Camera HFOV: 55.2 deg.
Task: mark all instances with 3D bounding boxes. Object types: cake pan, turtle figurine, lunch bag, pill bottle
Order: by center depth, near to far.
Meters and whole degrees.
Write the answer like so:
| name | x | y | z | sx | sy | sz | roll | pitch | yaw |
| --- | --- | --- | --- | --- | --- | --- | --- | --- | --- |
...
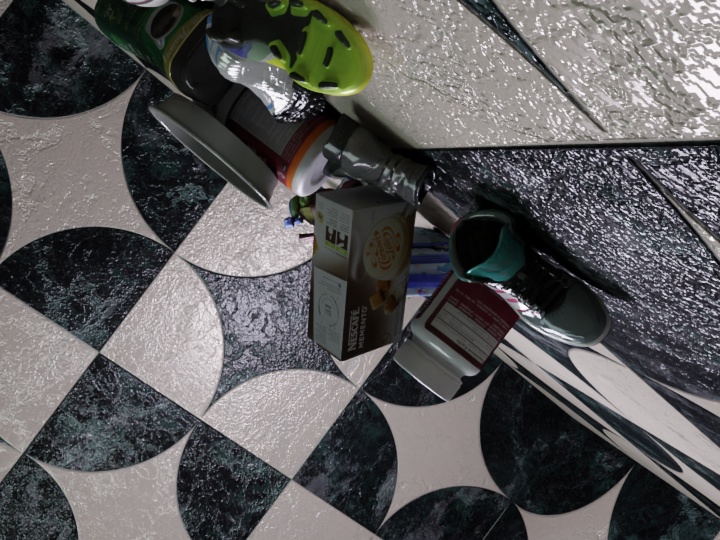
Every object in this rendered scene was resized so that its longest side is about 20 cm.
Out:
| name | x | y | z | sx | sy | sz | roll | pitch | yaw |
| --- | --- | --- | --- | --- | --- | --- | --- | --- | --- |
| cake pan | -0.184 | -0.157 | 0.894 | 0.200 | 0.037 | 0.200 | 38 | 175 | 4 |
| pill bottle | -0.123 | -0.199 | 0.924 | 0.199 | 0.110 | 0.110 | 37 | 179 | 10 |
| pill bottle | 0.140 | 0.068 | 0.927 | 0.114 | 0.201 | 0.114 | 37 | 179 | 1 |
| turtle figurine | -0.020 | -0.139 | 1.032 | 0.192 | 0.200 | 0.145 | 10 | 137 | 41 |
| lunch bag | 0.055 | -0.013 | 1.050 | 0.197 | 0.084 | 0.161 | -2 | -161 | -14 |

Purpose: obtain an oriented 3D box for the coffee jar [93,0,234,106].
| name | x | y | z | sx | sy | sz | roll | pitch | yaw |
| --- | --- | --- | --- | --- | --- | --- | --- | --- | --- |
| coffee jar | -0.227 | -0.288 | 0.840 | 0.199 | 0.105 | 0.085 | 38 | 178 | 24 |

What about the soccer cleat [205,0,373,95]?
| name | x | y | z | sx | sy | sz | roll | pitch | yaw |
| --- | --- | --- | --- | --- | --- | --- | --- | --- | --- |
| soccer cleat | -0.050 | -0.195 | 0.578 | 0.083 | 0.065 | 0.199 | -6 | -151 | -46 |

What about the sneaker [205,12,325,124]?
| name | x | y | z | sx | sy | sz | roll | pitch | yaw |
| --- | --- | --- | --- | --- | --- | --- | --- | --- | --- |
| sneaker | -0.097 | -0.221 | 0.758 | 0.200 | 0.071 | 0.073 | 26 | -135 | -65 |

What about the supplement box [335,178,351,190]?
| name | x | y | z | sx | sy | sz | roll | pitch | yaw |
| --- | --- | --- | --- | --- | --- | --- | --- | --- | --- |
| supplement box | -0.015 | -0.107 | 1.365 | 0.101 | 0.104 | 0.200 | 37 | 180 | 0 |

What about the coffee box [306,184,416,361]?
| name | x | y | z | sx | sy | sz | roll | pitch | yaw |
| --- | --- | --- | --- | --- | --- | --- | --- | --- | --- |
| coffee box | 0.000 | 0.000 | 0.890 | 0.113 | 0.202 | 0.079 | -12 | -152 | -39 |

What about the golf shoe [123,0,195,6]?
| name | x | y | z | sx | sy | sz | roll | pitch | yaw |
| --- | --- | --- | --- | --- | --- | --- | --- | --- | --- |
| golf shoe | -0.184 | -0.280 | 0.649 | 0.088 | 0.078 | 0.200 | 31 | -179 | -12 |

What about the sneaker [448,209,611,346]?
| name | x | y | z | sx | sy | sz | roll | pitch | yaw |
| --- | --- | --- | --- | --- | --- | --- | --- | --- | --- |
| sneaker | 0.166 | 0.002 | 0.717 | 0.200 | 0.084 | 0.120 | 39 | -171 | 29 |

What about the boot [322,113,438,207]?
| name | x | y | z | sx | sy | sz | roll | pitch | yaw |
| --- | --- | --- | --- | --- | --- | --- | --- | --- | --- |
| boot | 0.024 | -0.117 | 0.833 | 0.131 | 0.070 | 0.200 | 30 | -174 | 0 |
